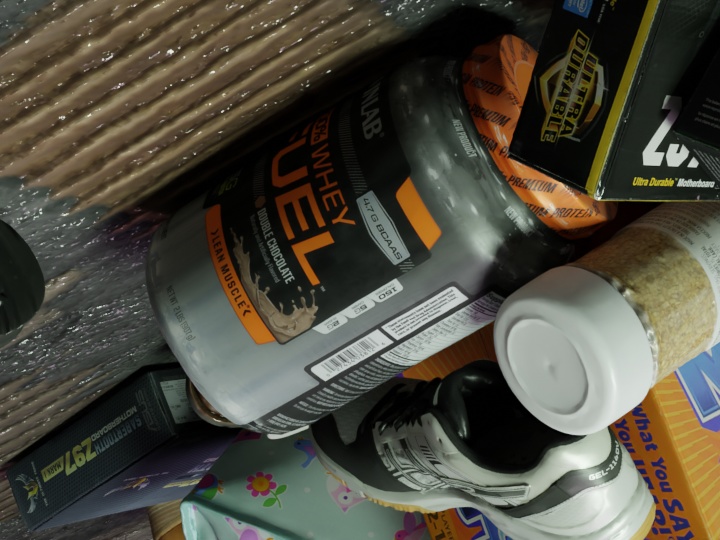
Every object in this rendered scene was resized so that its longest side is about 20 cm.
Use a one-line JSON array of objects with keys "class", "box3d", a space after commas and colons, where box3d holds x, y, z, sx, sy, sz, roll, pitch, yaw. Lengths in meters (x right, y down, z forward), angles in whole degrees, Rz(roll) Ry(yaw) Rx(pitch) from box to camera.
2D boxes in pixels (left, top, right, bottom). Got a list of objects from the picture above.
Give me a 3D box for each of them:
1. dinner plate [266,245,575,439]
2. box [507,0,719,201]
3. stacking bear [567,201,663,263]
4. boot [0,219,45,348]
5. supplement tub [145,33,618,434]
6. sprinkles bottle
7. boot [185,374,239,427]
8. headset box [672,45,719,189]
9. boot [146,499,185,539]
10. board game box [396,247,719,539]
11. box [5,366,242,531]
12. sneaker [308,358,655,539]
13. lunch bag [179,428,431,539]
[{"class": "dinner plate", "box3d": [0.030, 0.033, 0.931, 0.200, 0.024, 0.200, -29, 170, -6]}, {"class": "box", "box3d": [0.153, -0.108, 0.651, 0.200, 0.049, 0.160, -2, 116, -49]}, {"class": "stacking bear", "box3d": [0.202, -0.043, 1.020, 0.200, 0.114, 0.121, -14, 163, -17]}, {"class": "boot", "box3d": [-0.246, 0.052, 0.701, 0.211, 0.080, 0.158, -9, 159, -45]}, {"class": "supplement tub", "box3d": [0.010, -0.017, 0.774, 0.200, 0.123, 0.122, -31, 163, 23]}, {"class": "sprinkles bottle", "box3d": [0.149, 0.000, 0.749, 0.200, 0.068, 0.068, -29, 170, -35]}, {"class": "boot", "box3d": [0.003, 0.010, 0.969, 0.186, 0.064, 0.200, -27, 170, -31]}, {"class": "headset box", "box3d": [0.231, -0.088, 0.637, 0.200, 0.093, 0.174, -60, 143, -5]}, {"class": "boot", "box3d": [-0.065, 0.201, 1.329, 0.200, 0.156, 0.077, -22, 164, -6]}, {"class": "board game box", "box3d": [0.168, 0.103, 0.900, 0.200, 0.200, 0.200, -10, 164, -37]}, {"class": "box", "box3d": [-0.120, 0.115, 1.158, 0.158, 0.051, 0.200, -33, 163, 32]}, {"class": "sneaker", "box3d": [0.048, 0.072, 0.799, 0.200, 0.088, 0.076, 11, -130, 41]}, {"class": "lunch bag", "box3d": [0.014, 0.157, 1.037, 0.170, 0.200, 0.122, -54, 154, -47]}]
